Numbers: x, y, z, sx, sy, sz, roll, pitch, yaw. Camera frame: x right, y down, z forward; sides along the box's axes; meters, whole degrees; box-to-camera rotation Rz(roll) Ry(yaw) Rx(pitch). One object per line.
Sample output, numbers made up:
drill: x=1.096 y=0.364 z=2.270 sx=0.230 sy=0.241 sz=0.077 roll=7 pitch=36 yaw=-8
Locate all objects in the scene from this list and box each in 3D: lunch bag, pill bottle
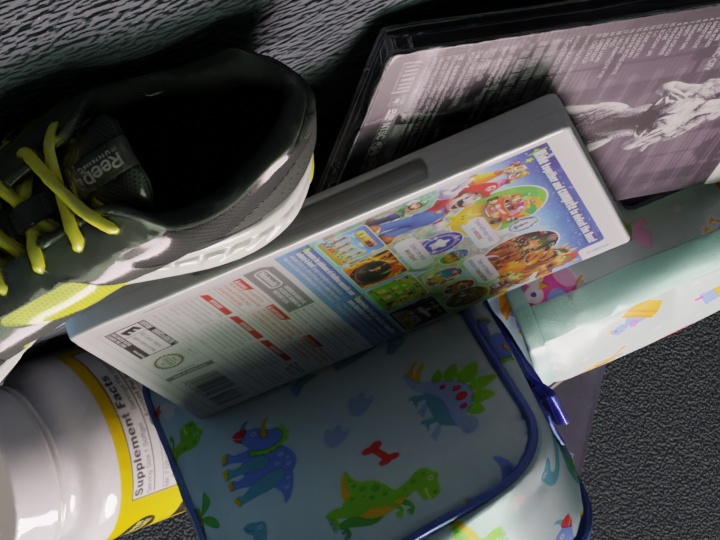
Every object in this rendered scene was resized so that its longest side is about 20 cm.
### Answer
lunch bag: x=0.003 y=0.075 z=0.909 sx=0.160 sy=0.200 sz=0.083 roll=-33 pitch=131 yaw=3
pill bottle: x=-0.139 y=0.093 z=1.216 sx=0.199 sy=0.115 sz=0.114 roll=-17 pitch=173 yaw=-37
lunch bag: x=0.130 y=-0.027 z=0.977 sx=0.170 sy=0.122 sz=0.200 roll=-22 pitch=-170 yaw=-1

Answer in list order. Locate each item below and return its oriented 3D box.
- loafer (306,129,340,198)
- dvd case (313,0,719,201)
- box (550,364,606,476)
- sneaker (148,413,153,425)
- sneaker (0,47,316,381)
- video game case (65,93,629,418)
loafer: x=-0.005 y=-0.023 z=0.872 sx=0.200 sy=0.068 sz=0.070 roll=-22 pitch=175 yaw=4
dvd case: x=0.084 y=-0.061 z=0.798 sx=0.199 sy=0.016 sz=0.149 roll=-10 pitch=156 yaw=-19
box: x=0.031 y=0.076 z=1.196 sx=0.196 sy=0.201 sz=0.117 roll=-17 pitch=-143 yaw=-40
sneaker: x=-0.058 y=0.026 z=1.074 sx=0.111 sy=0.077 sz=0.200 roll=-11 pitch=165 yaw=-12
sneaker: x=-0.100 y=-0.017 z=0.630 sx=0.200 sy=0.075 sz=0.085 roll=-30 pitch=171 yaw=-19
video game case: x=0.000 y=0.000 z=0.825 sx=0.199 sy=0.018 sz=0.143 roll=-22 pitch=159 yaw=9
